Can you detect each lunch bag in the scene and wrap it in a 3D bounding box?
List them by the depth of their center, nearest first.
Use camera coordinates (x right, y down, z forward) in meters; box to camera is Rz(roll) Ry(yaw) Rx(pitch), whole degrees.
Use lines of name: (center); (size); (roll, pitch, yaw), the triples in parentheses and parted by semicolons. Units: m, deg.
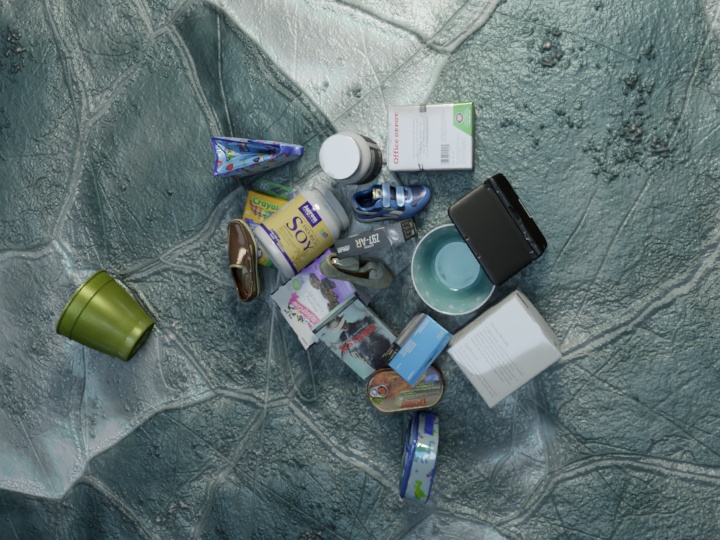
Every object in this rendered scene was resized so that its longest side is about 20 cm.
lunch bag: (0.141, 0.430, 1.490); (0.080, 0.200, 0.165); (13, 102, 5)
lunch bag: (-0.236, -0.277, 1.525); (0.195, 0.150, 0.097); (-2, 97, 15)

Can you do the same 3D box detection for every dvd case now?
dvd case: (-0.004, 0.163, 1.541); (0.145, 0.022, 0.200); (-38, 113, 15)

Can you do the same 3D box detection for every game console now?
game console: (0.307, -0.095, 1.403); (0.115, 0.175, 0.202); (-34, 89, 27)

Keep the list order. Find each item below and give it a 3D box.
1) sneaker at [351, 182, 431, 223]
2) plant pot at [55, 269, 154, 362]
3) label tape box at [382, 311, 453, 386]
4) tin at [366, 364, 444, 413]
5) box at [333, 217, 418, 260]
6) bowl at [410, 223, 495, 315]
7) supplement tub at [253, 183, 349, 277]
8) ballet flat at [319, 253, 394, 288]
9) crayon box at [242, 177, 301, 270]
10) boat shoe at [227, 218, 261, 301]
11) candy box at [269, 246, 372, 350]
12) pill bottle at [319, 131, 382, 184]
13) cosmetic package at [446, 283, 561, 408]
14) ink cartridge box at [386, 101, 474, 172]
sneaker: (0.069, -0.165, 1.486); (0.195, 0.083, 0.076); (-13, 60, 14)
plant pot: (-0.662, 0.137, 1.682); (0.191, 0.201, 0.202); (35, 104, -5)
label tape box: (0.125, 0.173, 1.442); (0.063, 0.200, 0.145); (39, 87, -3)
tin: (0.113, 0.288, 1.564); (0.195, 0.042, 0.115); (-10, 90, 16)
box: (0.040, -0.075, 1.453); (0.157, 0.200, 0.045); (-15, 94, 15)
bowl: (0.221, -0.008, 1.463); (0.196, 0.105, 0.206); (2, 98, 15)
supplement tub: (-0.138, -0.096, 1.500); (0.199, 0.145, 0.146); (-39, 87, -9)
ballet flat: (0.000, 0.000, 1.495); (0.195, 0.063, 0.069); (6, 59, -22)
crayon box: (-0.234, -0.118, 1.596); (0.123, 0.052, 0.205); (18, 101, 12)
boat shoe: (-0.291, -0.022, 1.559); (0.073, 0.075, 0.207); (-10, 100, 18)
candy box: (-0.098, 0.069, 1.573); (0.198, 0.071, 0.169); (-36, 87, 15)
pill bottle: (-0.022, -0.256, 1.446); (0.113, 0.200, 0.119); (2, 97, 14)
cosmetic package: (0.323, 0.165, 1.426); (0.199, 0.165, 0.166); (-39, 87, 16)
ink cartridge box: (0.162, -0.302, 1.451); (0.195, 0.084, 0.150); (2, 97, 15)
